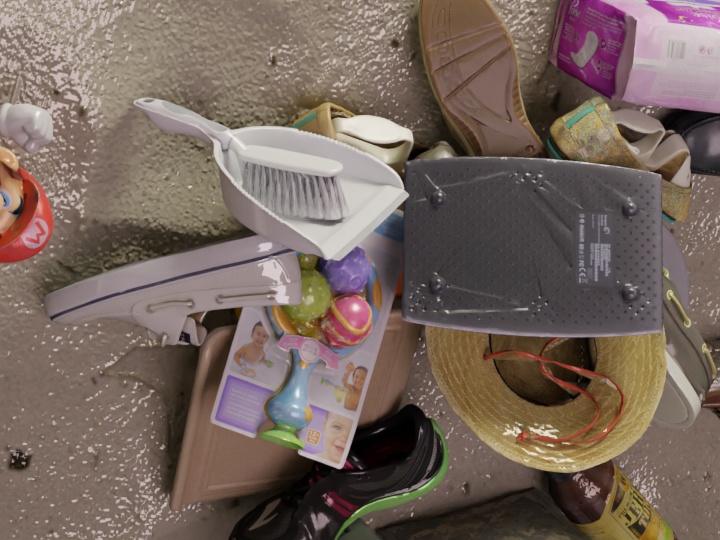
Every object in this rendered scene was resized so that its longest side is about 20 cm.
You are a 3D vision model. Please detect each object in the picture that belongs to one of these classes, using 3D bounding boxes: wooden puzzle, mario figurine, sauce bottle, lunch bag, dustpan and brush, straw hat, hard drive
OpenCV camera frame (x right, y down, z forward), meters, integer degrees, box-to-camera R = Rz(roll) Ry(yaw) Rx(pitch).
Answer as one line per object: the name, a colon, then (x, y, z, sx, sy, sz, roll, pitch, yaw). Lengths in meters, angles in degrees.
wooden puzzle: (-0.051, 0.102, 1.612, 0.198, 0.037, 0.186, -9, 135, -27)
mario figurine: (-0.288, -0.077, 1.401, 0.123, 0.107, 0.200, -33, 120, 31)
sauce bottle: (0.206, 0.199, 1.785, 0.065, 0.065, 0.200, -46, 124, -2)
lunch bag: (0.127, 0.283, 1.701, 0.163, 0.200, 0.119, -12, 115, -22)
dustpan and brush: (-0.077, -0.079, 1.481, 0.140, 0.198, 0.058, -43, 143, -55)
straw hat: (0.137, 0.062, 1.596, 0.199, 0.085, 0.203, 1, 79, -6)
hard drive: (0.127, -0.015, 1.544, 0.198, 0.042, 0.136, 2, 78, -7)

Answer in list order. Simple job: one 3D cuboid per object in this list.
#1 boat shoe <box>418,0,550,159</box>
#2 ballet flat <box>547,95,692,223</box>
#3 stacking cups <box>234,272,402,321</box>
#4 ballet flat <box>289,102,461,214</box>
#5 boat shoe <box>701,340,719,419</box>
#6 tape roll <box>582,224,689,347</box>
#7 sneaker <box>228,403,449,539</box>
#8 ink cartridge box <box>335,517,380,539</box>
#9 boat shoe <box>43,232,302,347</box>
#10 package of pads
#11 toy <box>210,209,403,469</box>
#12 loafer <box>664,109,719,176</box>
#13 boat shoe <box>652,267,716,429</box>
boat shoe: (0.091, -0.131, 1.595, 0.071, 0.065, 0.202, -23, 103, -8)
ballet flat: (0.223, -0.089, 1.627, 0.199, 0.071, 0.071, 22, 101, -50)
stacking cups: (0.000, 0.000, 1.599, 0.198, 0.060, 0.061, -11, 115, -19)
ballet flat: (0.036, -0.077, 1.579, 0.199, 0.069, 0.063, 16, 139, -30)
boat shoe: (0.333, 0.102, 1.803, 0.198, 0.076, 0.072, -10, 117, -21)
tape roll: (0.171, 0.029, 1.697, 0.198, 0.066, 0.202, -10, 114, -23)
sneaker: (-0.024, 0.167, 1.619, 0.199, 0.077, 0.084, -32, 135, -17)
ink cartridge box: (-0.029, 0.279, 1.622, 0.146, 0.200, 0.084, -32, 121, -11)
boat shoe: (-0.135, 0.023, 1.495, 0.198, 0.071, 0.071, -14, 93, 13)
package of pads: (0.262, -0.173, 1.627, 0.198, 0.120, 0.076, 2, 110, -27)
toy: (-0.027, 0.035, 1.520, 0.114, 0.047, 0.202, 21, 81, -23)
loafer: (0.344, -0.112, 1.721, 0.199, 0.070, 0.069, -7, 115, -23)
boat shoe: (0.224, 0.031, 1.648, 0.060, 0.072, 0.203, -46, 115, -36)
